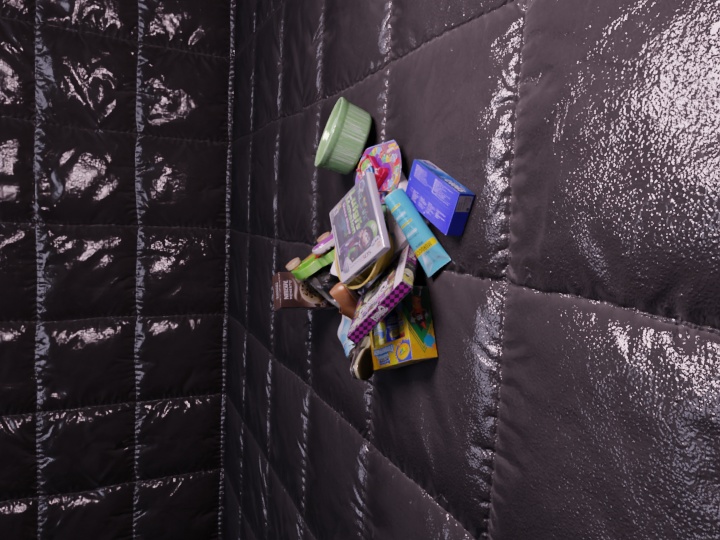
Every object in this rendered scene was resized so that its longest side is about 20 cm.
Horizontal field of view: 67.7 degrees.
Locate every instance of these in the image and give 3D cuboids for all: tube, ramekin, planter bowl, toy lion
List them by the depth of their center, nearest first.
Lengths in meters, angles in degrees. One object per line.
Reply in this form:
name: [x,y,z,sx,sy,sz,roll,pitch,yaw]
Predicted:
tube: [0.124,-0.088,1.195,0.201,0.050,0.077,59,140,11]
planter bowl: [0.022,-0.051,1.289,0.200,0.083,0.202,-17,69,54]
ramekin: [-0.046,-0.366,1.491,0.200,0.097,0.201,-160,90,-75]
toy lion: [-0.102,-0.046,1.537,0.069,0.200,0.191,54,163,-15]

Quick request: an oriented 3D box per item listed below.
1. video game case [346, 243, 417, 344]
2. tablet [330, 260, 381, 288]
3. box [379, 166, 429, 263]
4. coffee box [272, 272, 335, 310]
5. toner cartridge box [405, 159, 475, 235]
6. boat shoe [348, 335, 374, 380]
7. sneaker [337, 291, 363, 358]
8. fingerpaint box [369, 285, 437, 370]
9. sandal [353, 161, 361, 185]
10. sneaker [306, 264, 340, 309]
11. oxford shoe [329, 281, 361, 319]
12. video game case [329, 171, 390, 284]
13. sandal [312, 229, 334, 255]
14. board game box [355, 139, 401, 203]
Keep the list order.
video game case: [0.053,0.052,1.228,0.200,0.036,0.182,-48,11,28]
tablet: [0.014,-0.026,1.386,0.199,0.014,0.131,20,88,38]
box: [0.083,-0.137,1.317,0.145,0.036,0.201,-55,41,36]
coffee box: [-0.172,0.066,1.694,0.080,0.199,0.114,156,111,-63]
toner cartridge box: [0.166,-0.161,1.162,0.200,0.043,0.096,54,136,51]
boat shoe: [0.002,0.222,1.365,0.201,0.066,0.072,-50,-54,-67]
sneaker: [-0.006,0.165,1.487,0.131,0.079,0.201,-113,24,-43]
fingerpaint box: [0.091,0.142,1.282,0.200,0.073,0.168,147,120,-61]
sandal: [0.029,-0.202,1.465,0.201,0.045,0.075,70,157,8]
sneaker: [-0.063,0.048,1.606,0.114,0.076,0.199,-47,61,-2]
oxford shoe: [-0.015,0.103,1.408,0.200,0.071,0.071,55,-174,-32]
video game case: [-0.007,-0.096,1.246,0.182,0.023,0.201,-40,52,46]
sandal: [-0.058,-0.117,1.482,0.050,0.203,0.082,55,154,-18]
board game box: [0.027,-0.246,1.355,0.200,0.039,0.159,2,85,56]
